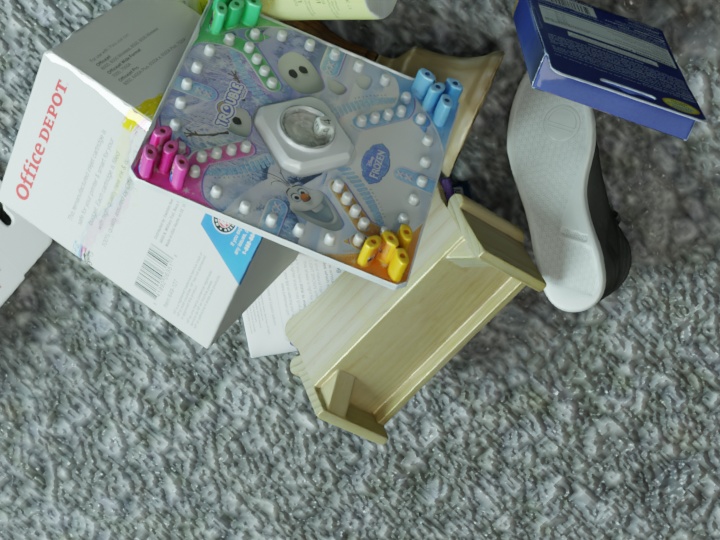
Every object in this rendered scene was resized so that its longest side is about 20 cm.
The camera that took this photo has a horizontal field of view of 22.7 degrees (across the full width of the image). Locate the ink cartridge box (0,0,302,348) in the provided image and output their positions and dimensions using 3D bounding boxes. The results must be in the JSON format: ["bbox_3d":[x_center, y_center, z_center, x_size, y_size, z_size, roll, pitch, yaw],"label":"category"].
[{"bbox_3d":[-0.133,-0.080,1.310,0.199,0.145,0.148,35,129,7],"label":"ink cartridge box"}]

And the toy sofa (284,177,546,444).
[{"bbox_3d":[0.039,0.030,1.389,0.082,0.098,0.200,26,116,-41],"label":"toy sofa"}]

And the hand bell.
[{"bbox_3d":[0.000,-0.160,1.373,0.198,0.104,0.105,25,112,3],"label":"hand bell"}]

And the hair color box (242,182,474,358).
[{"bbox_3d":[0.000,0.000,1.442,0.198,0.061,0.101,-8,116,3],"label":"hair color box"}]

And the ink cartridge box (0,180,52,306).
[{"bbox_3d":[-0.348,0.010,1.404,0.116,0.201,0.068,49,148,-20],"label":"ink cartridge box"}]

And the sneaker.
[{"bbox_3d":[0.166,-0.066,1.418,0.070,0.099,0.202,-10,84,19],"label":"sneaker"}]

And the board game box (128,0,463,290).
[{"bbox_3d":[-0.037,-0.099,1.237,0.198,0.201,0.026,22,137,-4],"label":"board game box"}]

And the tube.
[{"bbox_3d":[-0.067,-0.211,1.320,0.198,0.052,0.059,8,78,33],"label":"tube"}]

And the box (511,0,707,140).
[{"bbox_3d":[0.177,-0.149,1.303,0.120,0.200,0.033,18,113,-9],"label":"box"}]
